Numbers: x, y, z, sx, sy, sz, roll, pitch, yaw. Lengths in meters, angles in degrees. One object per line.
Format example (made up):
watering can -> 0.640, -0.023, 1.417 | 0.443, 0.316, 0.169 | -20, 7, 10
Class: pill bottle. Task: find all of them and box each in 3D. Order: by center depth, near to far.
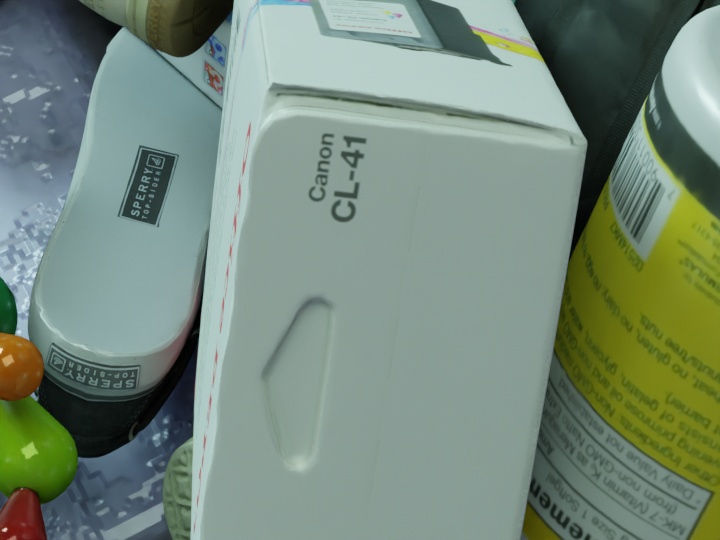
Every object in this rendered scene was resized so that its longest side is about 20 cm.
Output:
pill bottle -> 0.101, 0.037, 0.745 | 0.114, 0.201, 0.114 | 17, 31, -10

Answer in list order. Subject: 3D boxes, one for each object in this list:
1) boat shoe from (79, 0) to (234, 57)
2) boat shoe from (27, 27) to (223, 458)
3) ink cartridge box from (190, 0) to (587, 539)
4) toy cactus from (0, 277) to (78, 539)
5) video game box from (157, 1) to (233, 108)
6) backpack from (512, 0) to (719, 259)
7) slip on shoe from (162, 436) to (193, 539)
boat shoe -> -0.035, -0.156, 0.885 | 0.064, 0.071, 0.200 | 26, 53, 13
boat shoe -> -0.069, -0.022, 0.904 | 0.068, 0.057, 0.200 | 18, 44, 2
ink cartridge box -> 0.000, 0.000, 0.744 | 0.085, 0.148, 0.200 | 6, 18, -7
toy cactus -> -0.157, -0.007, 0.801 | 0.199, 0.102, 0.165 | 29, 49, -5
video game box -> 0.001, -0.135, 0.948 | 0.200, 0.047, 0.182 | -33, 59, -30
backpack -> 0.134, -0.064, 0.849 | 0.175, 0.153, 0.201 | 30, 95, 19
slip on shoe -> 0.017, 0.122, 0.816 | 0.061, 0.074, 0.200 | -19, 60, -39
